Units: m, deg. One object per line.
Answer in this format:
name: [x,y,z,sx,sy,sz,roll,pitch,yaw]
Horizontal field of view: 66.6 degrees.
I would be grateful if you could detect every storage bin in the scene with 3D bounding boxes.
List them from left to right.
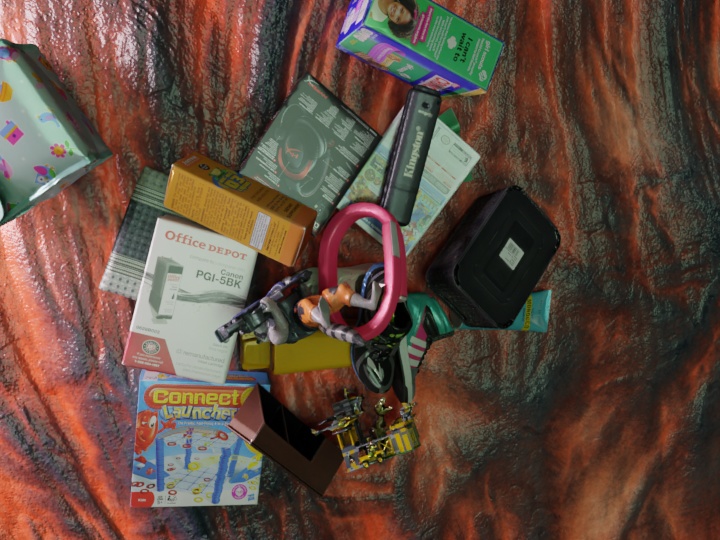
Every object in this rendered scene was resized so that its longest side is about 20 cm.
storage bin: [0.217,-0.020,0.892,0.135,0.093,0.202,42,74,-14]

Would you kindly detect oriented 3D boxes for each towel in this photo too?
towel: [-0.259,-0.029,0.819,0.196,0.034,0.197,21,91,-16]

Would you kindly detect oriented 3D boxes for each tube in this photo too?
tube: [0.255,0.075,0.975,0.194,0.050,0.080,0,105,-20]

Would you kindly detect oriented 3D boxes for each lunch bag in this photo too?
lunch bag: [-0.453,-0.160,0.691,0.197,0.122,0.173,-31,109,0]

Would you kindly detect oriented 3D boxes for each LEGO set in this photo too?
LEGO set: [0.018,0.229,0.858,0.150,0.200,0.119,-22,78,8]

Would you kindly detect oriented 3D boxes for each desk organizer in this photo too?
desk organizer: [-0.109,0.265,0.846,0.078,0.071,0.201,-54,132,-21]

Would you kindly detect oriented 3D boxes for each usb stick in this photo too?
usb stick: [0.072,-0.167,0.812,0.054,0.033,0.205,13,101,-7]

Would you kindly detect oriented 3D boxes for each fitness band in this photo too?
fitness band: [0.000,0.000,0.788,0.037,0.141,0.206,19,63,-48]

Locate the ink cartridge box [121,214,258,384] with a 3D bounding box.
ink cartridge box: [-0.236,0.039,0.772,0.143,0.083,0.206,14,93,-16]

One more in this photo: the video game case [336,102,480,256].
video game case: [0.072,-0.139,0.845,0.142,0.018,0.202,36,97,-12]

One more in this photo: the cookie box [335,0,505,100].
cookie box: [0.079,-0.324,0.786,0.196,0.171,0.077,20,97,-18]

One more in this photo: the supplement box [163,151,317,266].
supplement box: [-0.162,-0.084,0.745,0.196,0.067,0.070,24,120,1]

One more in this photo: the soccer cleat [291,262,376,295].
soccer cleat: [-0.039,0.027,0.862,0.195,0.077,0.071,-12,103,-13]

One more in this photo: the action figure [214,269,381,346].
action figure: [-0.090,0.071,0.730,0.199,0.190,0.107,-35,105,-47]

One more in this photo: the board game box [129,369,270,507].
board game box: [-0.248,0.260,0.855,0.194,0.056,0.202,5,98,-17]

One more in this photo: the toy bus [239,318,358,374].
toy bus: [-0.087,0.119,0.860,0.195,0.078,0.067,-2,100,-22]

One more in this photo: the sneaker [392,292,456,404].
sneaker: [0.103,0.122,0.922,0.118,0.084,0.205,-15,117,-19]

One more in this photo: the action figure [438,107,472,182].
action figure: [0.072,-0.161,0.874,0.196,0.055,0.121,-25,107,-3]

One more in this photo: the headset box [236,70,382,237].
headset box: [-0.084,-0.161,0.817,0.147,0.075,0.202,34,89,-17]

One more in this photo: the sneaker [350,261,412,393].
sneaker: [0.033,0.092,0.815,0.069,0.082,0.206,-2,107,-27]
